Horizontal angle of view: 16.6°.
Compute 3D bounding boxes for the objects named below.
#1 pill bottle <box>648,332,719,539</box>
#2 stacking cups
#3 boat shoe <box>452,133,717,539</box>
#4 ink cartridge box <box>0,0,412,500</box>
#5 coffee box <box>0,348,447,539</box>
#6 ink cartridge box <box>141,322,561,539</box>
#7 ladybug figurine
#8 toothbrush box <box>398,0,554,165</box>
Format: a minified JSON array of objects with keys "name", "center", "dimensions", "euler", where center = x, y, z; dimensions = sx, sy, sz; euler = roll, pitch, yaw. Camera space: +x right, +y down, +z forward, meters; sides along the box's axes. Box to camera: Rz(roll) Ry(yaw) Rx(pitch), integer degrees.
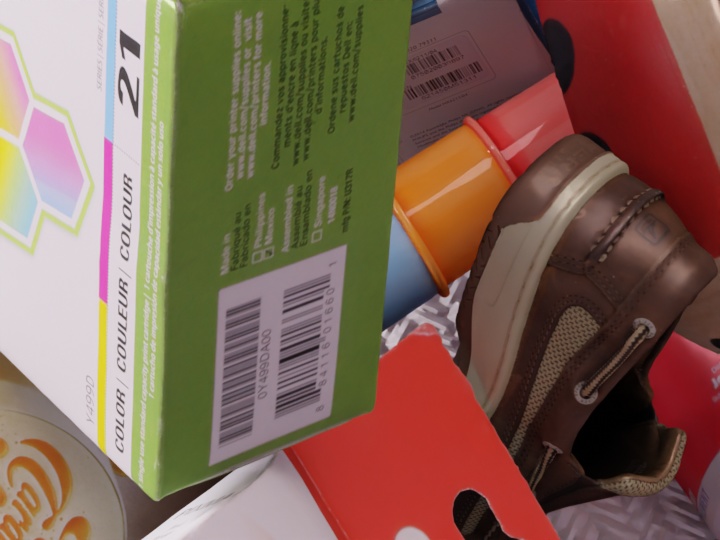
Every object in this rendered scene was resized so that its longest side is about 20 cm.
[{"name":"pill bottle","center":[0.129,0.000,0.902],"dimensions":[0.112,0.113,0.200],"euler":[-17,57,-26]},{"name":"stacking cups","center":[0.000,0.000,0.846],"dimensions":[0.199,0.061,0.061],"euler":[-33,60,-1]},{"name":"boat shoe","center":[0.062,0.052,0.781],"dimensions":[0.075,0.203,0.075],"euler":[34,54,18]},{"name":"ink cartridge box","center":[-0.078,-0.057,0.675],"dimensions":[0.075,0.149,0.200],"euler":[-20,41,-33]},{"name":"coffee box","center":[-0.087,0.073,0.717],"dimensions":[0.200,0.080,0.115],"euler":[-29,76,-43]},{"name":"ink cartridge box","center":[0.011,0.122,0.672],"dimensions":[0.200,0.050,0.163],"euler":[-36,97,-38]},{"name":"ladybug figurine","center":[0.104,-0.060,0.792],"dimensions":[0.072,0.136,0.201],"euler":[-19,84,14]},{"name":"toothbrush box","center":[-0.016,-0.135,0.925],"dimensions":[0.146,0.085,0.201],"euler":[-20,55,14]}]
